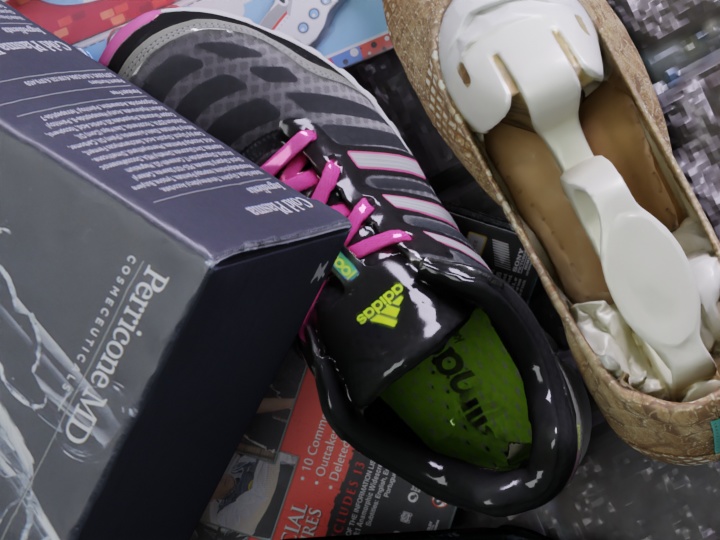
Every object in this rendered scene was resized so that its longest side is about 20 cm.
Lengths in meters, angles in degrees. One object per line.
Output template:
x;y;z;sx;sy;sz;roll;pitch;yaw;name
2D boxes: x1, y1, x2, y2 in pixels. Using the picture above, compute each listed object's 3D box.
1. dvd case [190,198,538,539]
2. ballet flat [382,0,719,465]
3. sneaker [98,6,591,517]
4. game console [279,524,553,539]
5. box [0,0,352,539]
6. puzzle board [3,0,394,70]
-0.056;0.026;0.929;0.199;0.022;0.147;17;99;-8;dvd case
0.068;-0.035;0.893;0.070;0.065;0.201;-31;83;-4;ballet flat
0.000;0.000;0.873;0.074;0.087;0.200;-41;101;4;sneaker
0.049;0.189;0.898;0.118;0.172;0.201;14;100;50;game console
-0.135;0.028;0.836;0.182;0.104;0.201;31;107;14;box
-0.083;-0.114;0.947;0.199;0.017;0.151;-22;84;0;puzzle board
